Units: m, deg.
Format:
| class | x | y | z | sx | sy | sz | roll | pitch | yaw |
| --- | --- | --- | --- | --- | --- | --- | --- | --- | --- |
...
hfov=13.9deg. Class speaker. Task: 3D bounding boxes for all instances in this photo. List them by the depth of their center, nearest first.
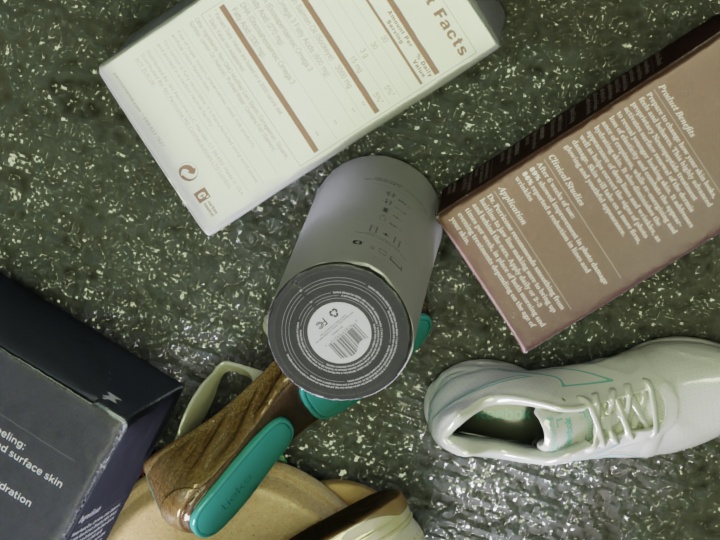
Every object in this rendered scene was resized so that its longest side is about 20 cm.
| class | x | y | z | sx | sy | sz | roll | pitch | yaw |
| --- | --- | --- | --- | --- | --- | --- | --- | --- | --- |
| speaker | 0.000 | 0.000 | 1.660 | 0.081 | 0.200 | 0.082 | 2 | 109 | 5 |

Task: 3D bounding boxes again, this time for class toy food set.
| class | x | y | z | sx | sy | sz | roll | pitch | yaw |
| --- | --- | --- | --- | --- | --- | --- | --- | --- | --- |
| toy food set | -0.078 | 0.197 | 1.792 | 0.197 | 0.049 | 0.201 | 24 | 105 | -2 |

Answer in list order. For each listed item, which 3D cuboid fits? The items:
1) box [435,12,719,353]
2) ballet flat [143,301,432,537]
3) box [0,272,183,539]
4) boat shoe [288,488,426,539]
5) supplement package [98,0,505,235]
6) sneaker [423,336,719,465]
| class | x | y | z | sx | sy | sz | roll | pitch | yaw |
| --- | --- | --- | --- | --- | --- | --- | --- | --- | --- |
| box | 0.151 | -0.051 | 1.704 | 0.199 | 0.075 | 0.100 | -31 | 100 | 12 |
| ballet flat | -0.050 | 0.070 | 1.743 | 0.200 | 0.068 | 0.072 | -44 | 60 | -8 |
| box | -0.241 | 0.110 | 1.727 | 0.196 | 0.117 | 0.201 | 31 | 105 | 9 |
| boat shoe | -0.050 | 0.201 | 1.732 | 0.199 | 0.072 | 0.065 | -28 | 99 | 5 |
| supplement package | -0.030 | -0.129 | 1.672 | 0.199 | 0.117 | 0.118 | -32 | 98 | 10 |
| sneaker | 0.136 | 0.086 | 1.736 | 0.199 | 0.080 | 0.071 | -7 | 102 | 4 |
